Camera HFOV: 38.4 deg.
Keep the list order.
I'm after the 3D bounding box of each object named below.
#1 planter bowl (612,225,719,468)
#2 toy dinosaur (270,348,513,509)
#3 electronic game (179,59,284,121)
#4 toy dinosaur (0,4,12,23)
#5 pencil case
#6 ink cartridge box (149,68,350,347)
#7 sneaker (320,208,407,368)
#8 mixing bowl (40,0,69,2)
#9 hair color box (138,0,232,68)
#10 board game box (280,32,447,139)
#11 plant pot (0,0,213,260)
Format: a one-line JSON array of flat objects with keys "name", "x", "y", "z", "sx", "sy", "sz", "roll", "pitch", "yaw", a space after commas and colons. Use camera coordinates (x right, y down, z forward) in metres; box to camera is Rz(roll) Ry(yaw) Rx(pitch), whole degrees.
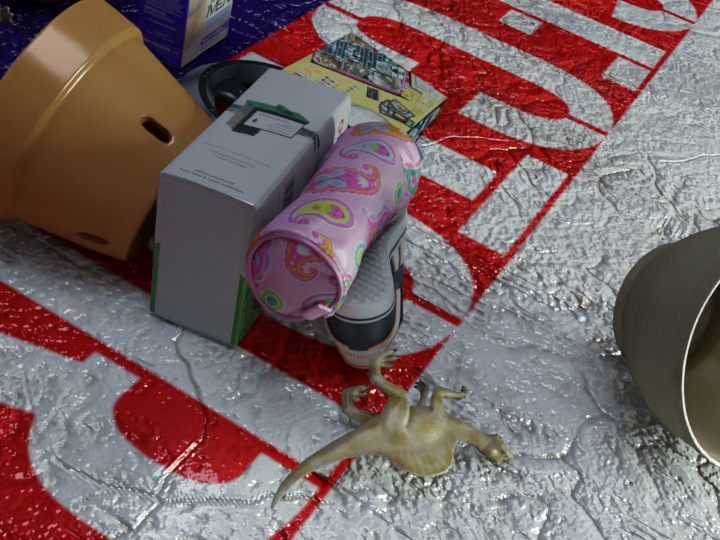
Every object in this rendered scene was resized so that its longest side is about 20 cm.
[{"name": "planter bowl", "x": 0.297, "y": 0.048, "z": 0.857, "sx": 0.200, "sy": 0.201, "sz": 0.135, "roll": -6, "pitch": 17, "yaw": -24}, {"name": "toy dinosaur", "x": 0.023, "y": 0.115, "z": 0.770, "sx": 0.199, "sy": 0.058, "sz": 0.101, "roll": -3, "pitch": 44, "yaw": -22}, {"name": "electronic game", "x": -0.091, "y": -0.154, "z": 1.060, "sx": 0.199, "sy": 0.042, "sz": 0.200, "roll": 16, "pitch": 38, "yaw": -13}, {"name": "toy dinosaur", "x": -0.430, "y": -0.221, "z": 0.987, "sx": 0.200, "sy": 0.086, "sz": 0.136, "roll": 31, "pitch": 38, "yaw": 13}, {"name": "pencil case", "x": -0.014, "y": -0.043, "z": 0.807, "sx": 0.087, "sy": 0.088, "sz": 0.200, "roll": 23, "pitch": 38, "yaw": 9}, {"name": "ink cartridge box", "x": -0.089, "y": -0.059, "z": 0.868, "sx": 0.084, "sy": 0.146, "sz": 0.200, "roll": 21, "pitch": 39, "yaw": 9}, {"name": "sneaker", "x": 0.000, "y": 0.000, "z": 0.883, "sx": 0.078, "sy": 0.080, "sz": 0.200, "roll": 2, "pitch": 36, "yaw": 5}, {"name": "mixing bowl", "x": -0.356, "y": -0.378, "z": 1.185, "sx": 0.199, "sy": 0.109, "sz": 0.200, "roll": 9, "pitch": 39, "yaw": -7}, {"name": "hair color box", "x": -0.180, "y": -0.333, "z": 1.117, "sx": 0.065, "sy": 0.200, "sz": 0.109, "roll": 24, "pitch": 40, "yaw": 11}, {"name": "board game box", "x": 0.000, "y": -0.180, "z": 1.086, "sx": 0.135, "sy": 0.035, "sz": 0.200, "roll": 36, "pitch": 32, "yaw": 5}, {"name": "plant pot", "x": -0.213, "y": -0.101, "z": 0.858, "sx": 0.140, "sy": 0.200, "sz": 0.200, "roll": 35, "pitch": 40, "yaw": -4}]
